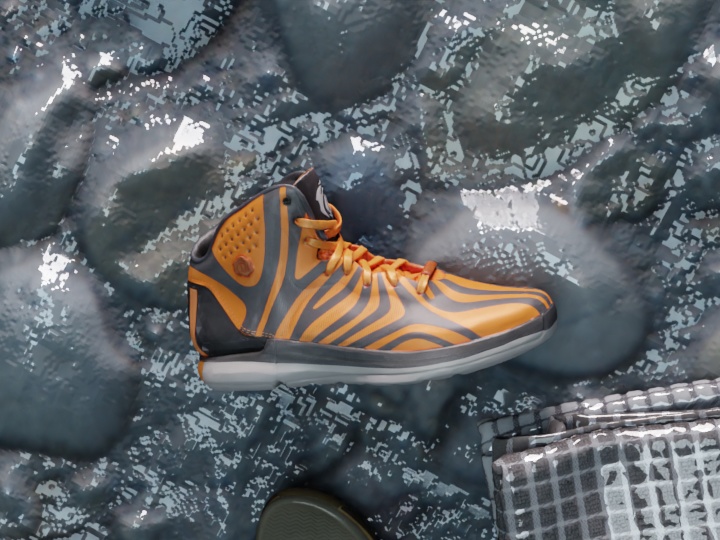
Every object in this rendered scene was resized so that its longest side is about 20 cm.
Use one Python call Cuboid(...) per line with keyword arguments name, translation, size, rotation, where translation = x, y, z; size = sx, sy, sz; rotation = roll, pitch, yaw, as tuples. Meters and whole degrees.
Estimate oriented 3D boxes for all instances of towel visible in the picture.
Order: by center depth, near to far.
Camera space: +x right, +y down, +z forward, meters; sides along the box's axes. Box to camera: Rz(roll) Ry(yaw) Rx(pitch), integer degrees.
Cuboid(name="towel", translation=(0.155, 0.164, 0.754), size=(0.165, 0.086, 0.200), rotation=(-9, 97, 9))

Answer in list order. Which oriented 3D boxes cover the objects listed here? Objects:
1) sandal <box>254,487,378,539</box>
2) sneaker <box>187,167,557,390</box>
Cuboid(name="sandal", translation=(-0.029, 0.222, 0.807), size=(0.082, 0.055, 0.200), rotation=(8, 100, 8))
Cuboid(name="sneaker", translation=(0.000, 0.000, 0.758), size=(0.200, 0.078, 0.112), rotation=(-6, 99, 10))
